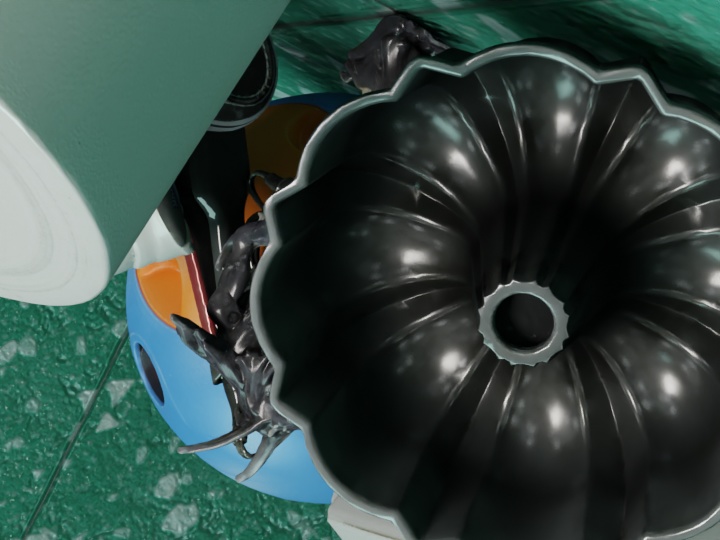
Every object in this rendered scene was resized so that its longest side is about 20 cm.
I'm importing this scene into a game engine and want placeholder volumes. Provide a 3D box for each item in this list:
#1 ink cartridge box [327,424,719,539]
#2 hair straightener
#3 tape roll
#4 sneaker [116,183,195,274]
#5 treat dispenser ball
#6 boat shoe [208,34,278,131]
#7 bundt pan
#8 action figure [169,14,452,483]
[{"bbox_3d":[0.102,0.091,0.935,0.200,0.147,0.083,8,140,56],"label":"ink cartridge box"},{"bbox_3d":[-0.054,-0.017,0.981,0.077,0.201,0.041,-8,-179,42],"label":"hair straightener"},{"bbox_3d":[-0.121,-0.103,0.631,0.202,0.140,0.203,27,160,11],"label":"tape roll"},{"bbox_3d":[-0.137,-0.026,0.997,0.075,0.087,0.200,68,166,-5],"label":"sneaker"},{"bbox_3d":[-0.016,0.014,1.108,0.200,0.202,0.201,26,174,3],"label":"treat dispenser ball"},{"bbox_3d":[-0.072,-0.117,0.873,0.068,0.074,0.200,15,153,35],"label":"boat shoe"},{"bbox_3d":[0.065,0.006,0.819,0.201,0.203,0.076,26,-157,3],"label":"bundt pan"},{"bbox_3d":[0.000,0.000,0.921,0.119,0.201,0.102,30,174,-32],"label":"action figure"}]
